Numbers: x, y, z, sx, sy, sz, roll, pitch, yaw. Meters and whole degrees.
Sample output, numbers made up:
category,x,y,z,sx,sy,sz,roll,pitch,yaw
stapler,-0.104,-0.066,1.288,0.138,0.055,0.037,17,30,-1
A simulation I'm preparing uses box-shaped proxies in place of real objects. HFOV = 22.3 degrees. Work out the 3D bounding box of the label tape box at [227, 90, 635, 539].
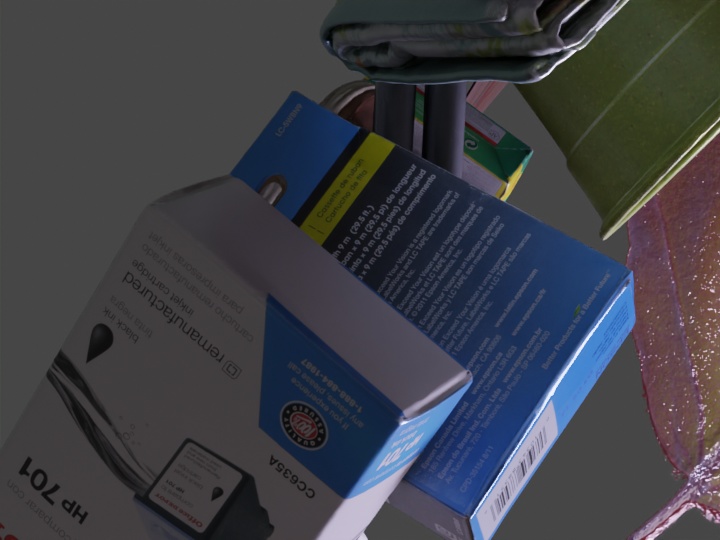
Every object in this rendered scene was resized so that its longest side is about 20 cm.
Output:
category,x,y,z,sx,sy,sz,roll,pitch,yaw
label tape box,0.012,0.022,0.889,0.144,0.200,0.063,-53,157,-16

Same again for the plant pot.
category,x,y,z,sx,sy,sz,roll,pitch,yaw
plant pot,0.142,-0.154,1.029,0.200,0.190,0.200,-44,175,-5

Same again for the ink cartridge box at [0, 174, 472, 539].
category,x,y,z,sx,sy,sz,roll,pitch,yaw
ink cartridge box,-0.069,0.083,0.816,0.200,0.146,0.086,-56,167,23

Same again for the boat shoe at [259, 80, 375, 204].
category,x,y,z,sx,sy,sz,roll,pitch,yaw
boat shoe,-0.017,-0.042,1.024,0.076,0.072,0.200,-57,176,37

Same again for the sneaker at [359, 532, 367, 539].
category,x,y,z,sx,sy,sz,roll,pitch,yaw
sneaker,-0.077,0.226,1.197,0.200,0.075,0.081,-35,155,12

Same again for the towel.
category,x,y,z,sx,sy,sz,roll,pitch,yaw
towel,0.078,-0.157,0.809,0.171,0.048,0.200,-51,-155,-12

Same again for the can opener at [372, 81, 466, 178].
category,x,y,z,sx,sy,sz,roll,pitch,yaw
can opener,0.028,-0.057,0.984,0.067,0.053,0.201,-119,-147,-85

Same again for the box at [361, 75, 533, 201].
category,x,y,z,sx,sy,sz,roll,pitch,yaw
box,0.021,-0.040,1.218,0.048,0.117,0.200,-50,175,-44
